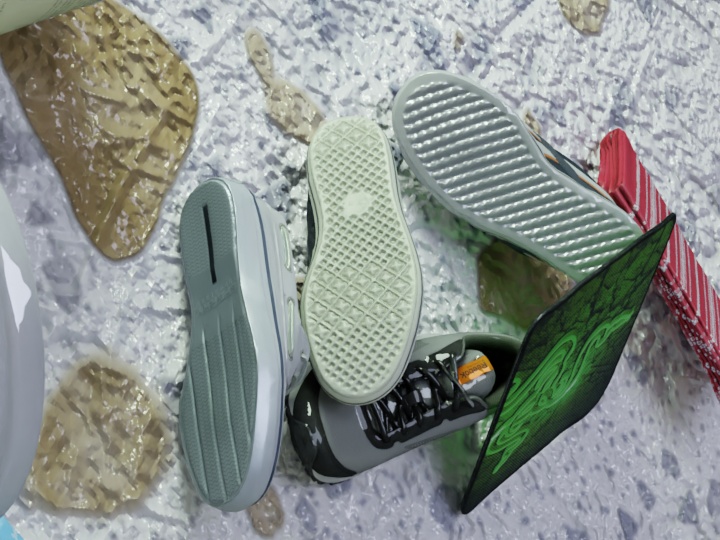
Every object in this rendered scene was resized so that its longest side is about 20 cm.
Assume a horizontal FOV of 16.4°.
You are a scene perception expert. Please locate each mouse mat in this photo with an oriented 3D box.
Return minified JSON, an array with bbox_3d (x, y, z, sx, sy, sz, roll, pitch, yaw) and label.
[{"bbox_3d":[0.134,0.058,1.583,0.008,0.162,0.200,32,36,20],"label":"mouse mat"}]

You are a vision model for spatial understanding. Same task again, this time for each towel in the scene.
[{"bbox_3d":[0.222,0.001,1.754,0.201,0.022,0.145,59,15,-13],"label":"towel"}]

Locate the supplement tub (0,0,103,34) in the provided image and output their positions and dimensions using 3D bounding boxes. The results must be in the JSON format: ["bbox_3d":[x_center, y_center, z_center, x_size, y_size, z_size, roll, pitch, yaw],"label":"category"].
[{"bbox_3d":[-0.193,-0.199,1.311,0.200,0.144,0.146,-28,94,-51],"label":"supplement tub"}]

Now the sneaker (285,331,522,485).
[{"bbox_3d":[0.028,0.072,1.494,0.199,0.079,0.075,-19,90,-49],"label":"sneaker"}]

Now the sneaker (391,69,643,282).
[{"bbox_3d":[0.096,-0.059,1.635,0.200,0.079,0.079,39,3,-15],"label":"sneaker"}]

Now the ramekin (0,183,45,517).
[{"bbox_3d":[-0.232,0.029,1.132,0.094,0.202,0.204,-10,80,-38],"label":"ramekin"}]

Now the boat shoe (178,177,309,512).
[{"bbox_3d":[-0.057,0.042,1.412,0.066,0.073,0.202,19,59,-40],"label":"boat shoe"}]

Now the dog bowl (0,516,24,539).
[{"bbox_3d":[-0.206,0.170,1.126,0.050,0.111,0.200,62,18,-11],"label":"dog bowl"}]

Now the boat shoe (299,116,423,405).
[{"bbox_3d":[0.000,0.000,1.486,0.062,0.074,0.201,81,3,-52],"label":"boat shoe"}]
